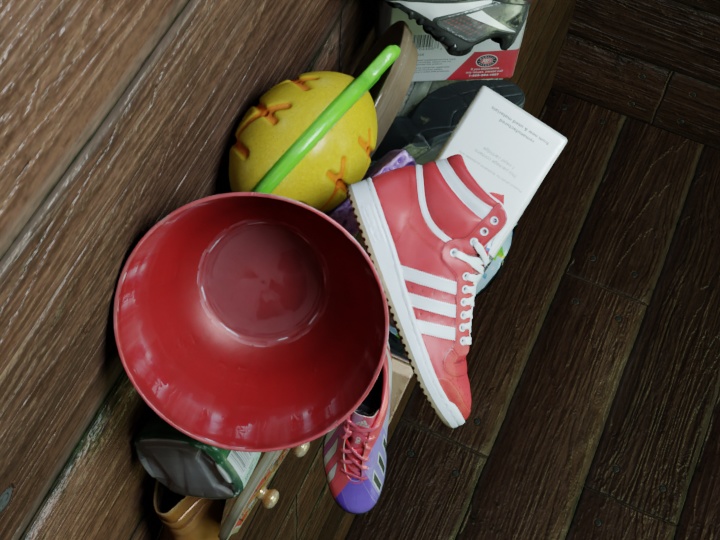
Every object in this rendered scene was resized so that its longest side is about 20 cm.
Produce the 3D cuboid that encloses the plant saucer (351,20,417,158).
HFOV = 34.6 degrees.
[{"bbox_3d":[-0.001,-0.146,1.113,0.200,0.029,0.200,-56,-166,22],"label":"plant saucer"}]

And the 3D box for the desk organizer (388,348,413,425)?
[{"bbox_3d":[-0.024,0.100,1.301,0.200,0.072,0.077,27,-88,59],"label":"desk organizer"}]

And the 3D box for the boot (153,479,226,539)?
[{"bbox_3d":[-0.170,0.250,1.135,0.155,0.076,0.201,82,30,-73],"label":"boot"}]

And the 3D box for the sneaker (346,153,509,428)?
[{"bbox_3d":[0.074,0.012,0.870,0.071,0.112,0.201,-102,171,-83],"label":"sneaker"}]

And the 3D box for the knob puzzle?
[{"bbox_3d":[-0.071,0.180,1.119,0.220,0.030,0.220,-57,176,-7],"label":"knob puzzle"}]

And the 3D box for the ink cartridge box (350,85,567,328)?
[{"bbox_3d":[0.081,-0.042,0.973,0.201,0.084,0.145,-58,177,5],"label":"ink cartridge box"}]

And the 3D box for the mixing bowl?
[{"bbox_3d":[-0.079,0.026,0.882,0.108,0.199,0.201,-89,-163,-73],"label":"mixing bowl"}]

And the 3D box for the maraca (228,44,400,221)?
[{"bbox_3d":[-0.034,-0.116,0.959,0.200,0.107,0.137,-50,-171,-28],"label":"maraca"}]

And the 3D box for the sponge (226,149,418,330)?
[{"bbox_3d":[-0.034,-0.030,1.004,0.200,0.030,0.112,-42,-172,-2],"label":"sponge"}]

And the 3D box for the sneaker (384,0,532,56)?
[{"bbox_3d":[0.069,-0.246,1.054,0.071,0.199,0.098,-118,-144,-57],"label":"sneaker"}]

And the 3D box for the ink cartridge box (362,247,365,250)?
[{"bbox_3d":[0.000,0.000,1.161,0.200,0.199,0.041,0,112,-79],"label":"ink cartridge box"}]

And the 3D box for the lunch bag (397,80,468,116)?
[{"bbox_3d":[0.082,-0.201,1.343,0.168,0.139,0.201,80,32,-73],"label":"lunch bag"}]

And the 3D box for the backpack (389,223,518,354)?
[{"bbox_3d":[0.091,-0.020,1.310,0.200,0.154,0.164,-24,-149,41],"label":"backpack"}]

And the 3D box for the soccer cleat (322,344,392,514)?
[{"bbox_3d":[-0.001,0.160,1.169,0.073,0.068,0.201,-101,-164,-76],"label":"soccer cleat"}]

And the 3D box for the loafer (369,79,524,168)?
[{"bbox_3d":[0.081,-0.140,1.223,0.072,0.199,0.073,74,-7,-50],"label":"loafer"}]

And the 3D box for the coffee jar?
[{"bbox_3d":[-0.113,0.105,1.048,0.086,0.104,0.200,61,41,-32],"label":"coffee jar"}]

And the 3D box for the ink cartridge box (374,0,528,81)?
[{"bbox_3d":[0.094,-0.288,1.160,0.200,0.143,0.084,97,-12,-57],"label":"ink cartridge box"}]
